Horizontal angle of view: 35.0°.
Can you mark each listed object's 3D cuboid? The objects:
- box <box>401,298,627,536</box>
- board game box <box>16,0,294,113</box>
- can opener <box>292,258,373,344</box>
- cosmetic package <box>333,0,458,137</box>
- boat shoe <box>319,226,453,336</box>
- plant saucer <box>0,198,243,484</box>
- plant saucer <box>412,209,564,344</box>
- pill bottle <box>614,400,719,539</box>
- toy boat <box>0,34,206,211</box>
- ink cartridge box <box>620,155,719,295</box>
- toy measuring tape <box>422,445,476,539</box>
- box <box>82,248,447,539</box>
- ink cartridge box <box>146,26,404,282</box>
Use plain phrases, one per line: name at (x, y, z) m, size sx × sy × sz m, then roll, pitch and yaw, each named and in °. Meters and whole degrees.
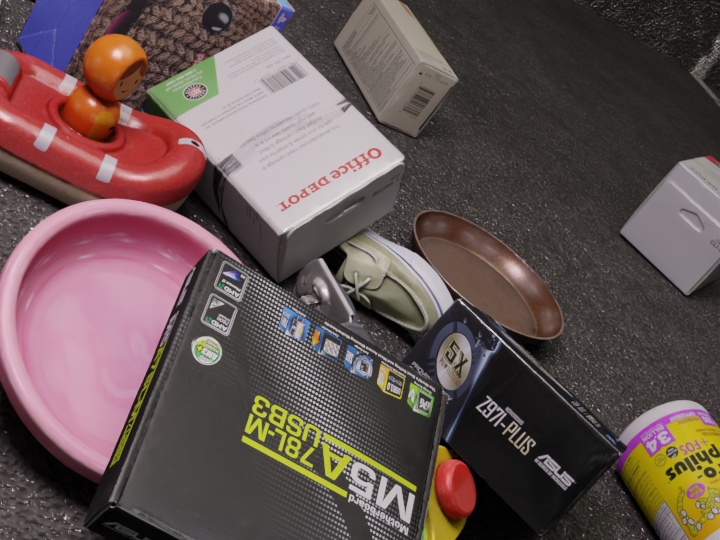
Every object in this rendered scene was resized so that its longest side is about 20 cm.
box at (0.124, 0.116, 0.912) m, size 0.164 × 0.086 × 0.200 m, roll 44°, pitch 5°, yaw 16°
board game box at (-0.194, -0.234, 1.086) m, size 0.199 × 0.160 × 0.097 m, roll 5°, pitch 40°, yaw -47°
can opener at (0.000, 0.071, 0.942) m, size 0.067 × 0.053 × 0.201 m, roll 10°, pitch 37°, yaw -42°
cosmetic package at (0.045, -0.284, 1.543) m, size 0.071 × 0.105 × 0.201 m, roll 19°, pitch 32°, yaw -36°
boat shoe at (0.000, 0.000, 1.065) m, size 0.200 × 0.072 × 0.062 m, roll 39°, pitch 44°, yaw 19°
plant saucer at (-0.144, 0.052, 0.735) m, size 0.200 × 0.051 × 0.202 m, roll 22°, pitch 51°, yaw -30°
plant saucer at (0.131, 0.013, 1.232) m, size 0.199 × 0.035 × 0.201 m, roll 29°, pitch 26°, yaw -15°
pill bottle at (0.320, 0.222, 1.036) m, size 0.104 × 0.104 × 0.201 m, roll 16°, pitch 32°, yaw -37°
toy boat at (-0.212, -0.130, 0.919) m, size 0.199 × 0.131 × 0.131 m, roll 27°, pitch 28°, yaw -20°
ink cartridge box at (0.517, -0.073, 1.738) m, size 0.145 × 0.145 × 0.200 m, roll 46°, pitch 26°, yaw 17°
toy measuring tape at (0.030, 0.172, 0.792) m, size 0.073 × 0.074 × 0.200 m, roll 41°, pitch 31°, yaw 9°
box at (-0.046, 0.112, 0.707) m, size 0.199 × 0.047 × 0.194 m, roll 33°, pitch 44°, yaw -17°
ink cartridge box at (-0.078, -0.108, 1.036) m, size 0.146 × 0.085 × 0.200 m, roll -32°, pitch 66°, yaw -24°
